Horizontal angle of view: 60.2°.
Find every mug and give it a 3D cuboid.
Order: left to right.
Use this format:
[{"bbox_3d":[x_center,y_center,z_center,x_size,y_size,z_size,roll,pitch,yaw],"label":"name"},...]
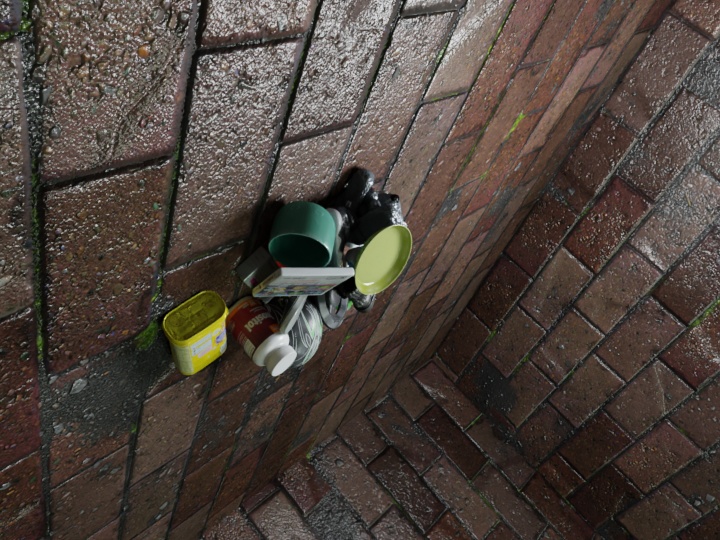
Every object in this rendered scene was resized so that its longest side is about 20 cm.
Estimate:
[{"bbox_3d":[-0.137,-0.081,1.464,0.186,0.149,0.116,125,-22,-56],"label":"mug"}]

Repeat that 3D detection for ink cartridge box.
[{"bbox_3d":[-0.217,-0.013,1.589,0.173,0.044,0.200,-43,160,-7],"label":"ink cartridge box"}]

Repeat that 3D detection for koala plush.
[{"bbox_3d":[0.041,-0.159,1.677,0.184,0.179,0.199,-43,165,31],"label":"koala plush"}]

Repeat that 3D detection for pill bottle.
[{"bbox_3d":[-0.260,0.173,1.624,0.113,0.200,0.113,-39,160,-17],"label":"pill bottle"}]

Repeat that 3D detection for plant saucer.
[{"bbox_3d":[0.052,-0.032,1.580,0.198,0.031,0.203,-31,139,-30],"label":"plant saucer"}]

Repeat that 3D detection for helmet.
[{"bbox_3d":[-0.199,0.170,1.757,0.199,0.191,0.201,-40,159,-18],"label":"helmet"}]

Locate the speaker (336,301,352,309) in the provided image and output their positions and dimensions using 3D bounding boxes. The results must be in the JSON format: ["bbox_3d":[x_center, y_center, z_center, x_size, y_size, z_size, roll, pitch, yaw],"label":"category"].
[{"bbox_3d":[-0.019,0.040,2.043,0.201,0.088,0.088,-51,160,12],"label":"speaker"}]

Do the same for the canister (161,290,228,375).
[{"bbox_3d":[-0.391,0.155,1.492,0.148,0.087,0.201,-35,159,-28],"label":"canister"}]

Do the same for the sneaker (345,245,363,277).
[{"bbox_3d":[0.028,-0.038,1.645,0.080,0.078,0.199,-19,-176,31],"label":"sneaker"}]

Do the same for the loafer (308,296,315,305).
[{"bbox_3d":[-0.205,0.144,1.897,0.199,0.074,0.071,-37,165,1],"label":"loafer"}]

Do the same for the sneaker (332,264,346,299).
[{"bbox_3d":[-0.076,-0.001,1.755,0.070,0.083,0.201,-29,123,1],"label":"sneaker"}]

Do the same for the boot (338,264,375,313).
[{"bbox_3d":[0.002,0.000,1.761,0.158,0.078,0.215,54,37,-57],"label":"boot"}]

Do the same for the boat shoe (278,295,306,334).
[{"bbox_3d":[-0.182,0.081,1.633,0.071,0.063,0.202,112,0,-48],"label":"boat shoe"}]

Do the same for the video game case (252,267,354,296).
[{"bbox_3d":[-0.142,0.028,1.517,0.197,0.023,0.182,-1,163,-32],"label":"video game case"}]

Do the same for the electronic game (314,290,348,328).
[{"bbox_3d":[-0.087,0.072,1.866,0.041,0.205,0.199,-4,176,23],"label":"electronic game"}]

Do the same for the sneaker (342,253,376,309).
[{"bbox_3d":[0.006,0.025,1.957,0.098,0.070,0.203,-16,121,-2],"label":"sneaker"}]

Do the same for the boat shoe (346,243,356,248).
[{"bbox_3d":[0.011,-0.119,1.841,0.200,0.071,0.072,-34,151,-58],"label":"boat shoe"}]

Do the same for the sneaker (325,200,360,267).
[{"bbox_3d":[-0.053,-0.078,1.573,0.114,0.074,0.203,-38,143,-47],"label":"sneaker"}]
